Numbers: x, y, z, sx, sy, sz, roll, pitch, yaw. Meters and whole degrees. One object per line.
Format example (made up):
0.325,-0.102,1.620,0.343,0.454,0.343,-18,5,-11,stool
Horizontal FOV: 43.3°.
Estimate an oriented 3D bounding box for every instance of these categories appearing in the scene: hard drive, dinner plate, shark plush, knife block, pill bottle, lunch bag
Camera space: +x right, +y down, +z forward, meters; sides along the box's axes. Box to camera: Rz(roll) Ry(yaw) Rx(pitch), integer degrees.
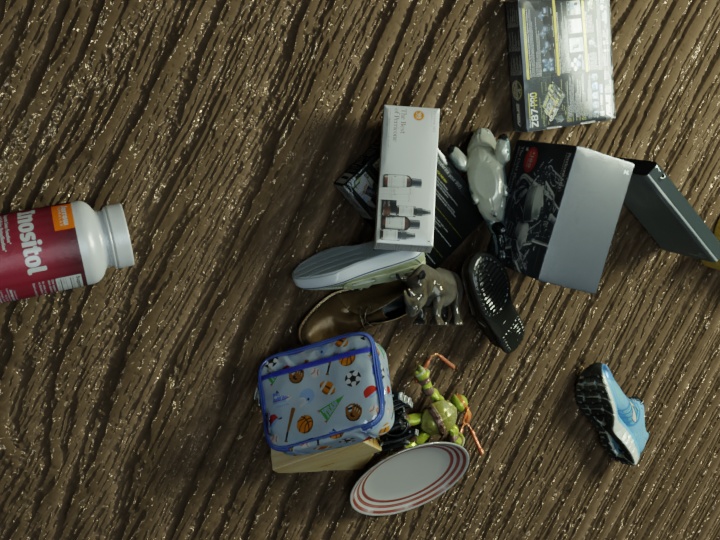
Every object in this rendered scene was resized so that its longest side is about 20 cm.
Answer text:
0.481,-0.099,1.455,0.200,0.140,0.033,44,85,-21,hard drive
0.075,0.322,1.422,0.200,0.024,0.201,-15,140,-13,dinner plate
0.206,-0.121,1.362,0.091,0.083,0.201,-23,83,14,shark plush
-0.021,0.235,1.339,0.199,0.176,0.064,2,56,-18,knife block
-0.405,-0.028,1.186,0.199,0.113,0.113,-13,105,-16,pill bottle
-0.055,0.175,1.305,0.199,0.076,0.161,-15,65,15,lunch bag

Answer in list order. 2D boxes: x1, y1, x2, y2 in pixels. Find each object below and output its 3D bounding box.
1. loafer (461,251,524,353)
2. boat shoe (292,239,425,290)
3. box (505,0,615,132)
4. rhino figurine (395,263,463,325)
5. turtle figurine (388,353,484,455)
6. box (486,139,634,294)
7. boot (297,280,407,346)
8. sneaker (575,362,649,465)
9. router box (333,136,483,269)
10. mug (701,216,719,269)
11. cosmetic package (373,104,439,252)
0.191,0.050,1.402,0.073,0.071,0.200,-45,131,-25,loafer
0.000,0.000,1.328,0.199,0.072,0.062,-14,123,11,boat shoe
0.311,-0.323,1.402,0.161,0.049,0.201,-12,104,-18,box
0.098,0.035,1.305,0.060,0.200,0.088,-2,85,26,rhino figurine
0.115,0.246,1.441,0.161,0.064,0.200,-30,110,-10,turtle figurine
0.295,-0.087,1.373,0.104,0.182,0.201,13,96,-20,box
0.000,0.063,1.361,0.200,0.075,0.074,-26,110,-11,boot
0.438,0.234,1.556,0.090,0.078,0.200,-40,115,-27,sneaker
0.080,-0.107,1.365,0.149,0.051,0.200,-45,111,-8,router box
0.697,-0.033,1.534,0.187,0.153,0.149,-47,112,-4,mug
0.066,-0.129,1.277,0.082,0.051,0.201,4,80,-3,cosmetic package
